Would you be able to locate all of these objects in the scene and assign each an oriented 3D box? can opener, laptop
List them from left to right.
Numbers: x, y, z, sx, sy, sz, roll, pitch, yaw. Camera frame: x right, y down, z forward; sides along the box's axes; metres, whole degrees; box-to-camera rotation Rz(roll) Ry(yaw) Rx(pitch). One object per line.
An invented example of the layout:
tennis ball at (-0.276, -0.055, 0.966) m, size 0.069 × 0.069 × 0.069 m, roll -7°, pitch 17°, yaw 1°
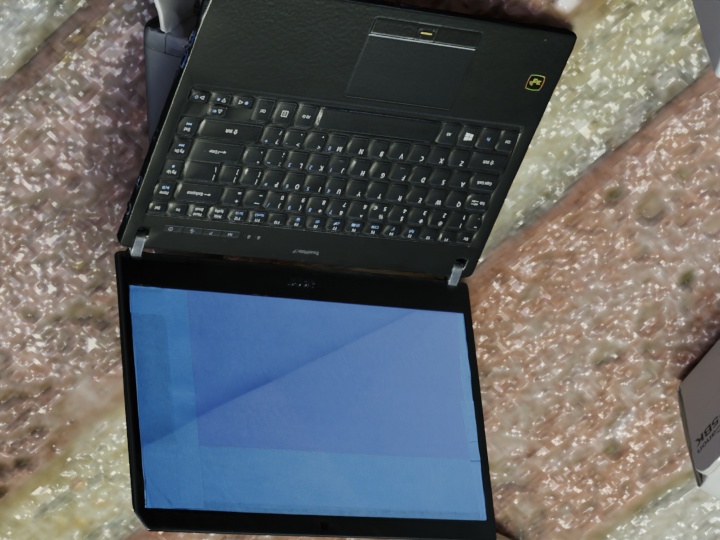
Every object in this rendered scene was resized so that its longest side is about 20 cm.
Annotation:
can opener at (-0.081, -0.098, 1.092) m, size 0.066 × 0.053 × 0.201 m, roll 17°, pitch 125°, yaw 27°
laptop at (0.000, 0.000, 1.078) m, size 0.176 × 0.103 × 0.201 m, roll 5°, pitch 123°, yaw -31°

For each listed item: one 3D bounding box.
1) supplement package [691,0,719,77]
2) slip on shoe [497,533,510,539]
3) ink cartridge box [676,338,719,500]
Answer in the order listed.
supplement package at (0.241, -0.129, 1.035) m, size 0.198 × 0.110 × 0.114 m, roll 11°, pitch 120°, yaw -8°
slip on shoe at (0.051, 0.219, 1.261) m, size 0.075 × 0.061 × 0.201 m, roll 6°, pitch 120°, yaw -5°
ink cartridge box at (0.262, 0.069, 1.165) m, size 0.199 × 0.083 × 0.147 m, roll 31°, pitch 115°, yaw -18°
